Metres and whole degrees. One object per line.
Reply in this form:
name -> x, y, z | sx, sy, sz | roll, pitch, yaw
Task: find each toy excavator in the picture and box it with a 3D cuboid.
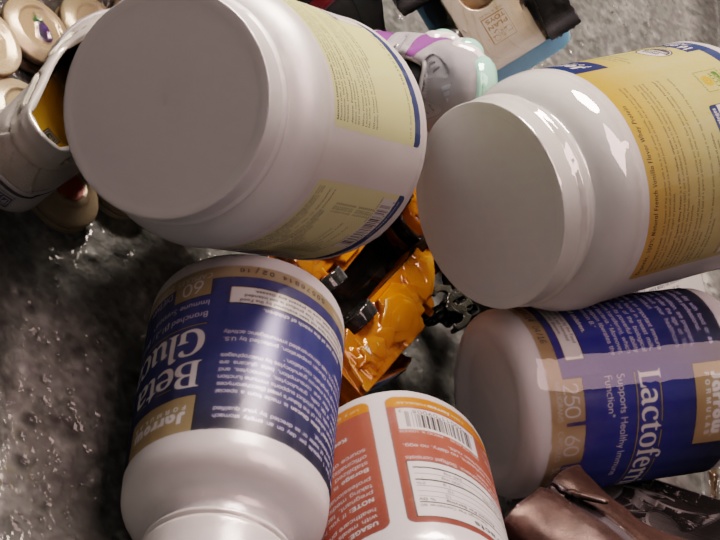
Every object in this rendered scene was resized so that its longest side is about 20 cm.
toy excavator -> 0.095, -0.168, 1.762 | 0.195, 0.100, 0.200 | 58, 6, -7

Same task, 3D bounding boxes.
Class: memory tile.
memory tile -> -0.153, -0.100, 1.529 | 0.200, 0.017, 0.153 | -15, 72, -53

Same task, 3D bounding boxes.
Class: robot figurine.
robot figurine -> 0.000, 0.000, 1.584 | 0.145, 0.058, 0.200 | 50, 35, -5

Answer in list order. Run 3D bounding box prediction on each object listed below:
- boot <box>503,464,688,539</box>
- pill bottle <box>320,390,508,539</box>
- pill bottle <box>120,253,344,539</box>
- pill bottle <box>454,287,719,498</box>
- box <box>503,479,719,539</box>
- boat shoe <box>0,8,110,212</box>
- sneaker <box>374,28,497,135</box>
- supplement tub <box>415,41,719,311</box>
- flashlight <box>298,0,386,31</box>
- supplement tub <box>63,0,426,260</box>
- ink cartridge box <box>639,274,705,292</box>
boot -> 0.139, 0.196, 1.411 | 0.166, 0.072, 0.200 | 37, 29, 13
pill bottle -> 0.026, 0.161, 1.380 | 0.112, 0.112, 0.200 | 36, 20, -23
pill bottle -> -0.069, 0.096, 1.369 | 0.111, 0.111, 0.200 | 34, 38, -26
pill bottle -> 0.168, 0.071, 1.564 | 0.200, 0.116, 0.116 | -7, 62, -21
box -> 0.151, 0.199, 1.527 | 0.158, 0.048, 0.200 | 18, 36, 8
boat shoe -> -0.152, -0.106, 1.458 | 0.071, 0.070, 0.200 | 49, 35, -6
sneaker -> -0.021, -0.120, 1.586 | 0.140, 0.200, 0.078 | 3, 95, -40
supplement tub -> 0.145, -0.055, 1.531 | 0.200, 0.144, 0.145 | -14, 70, -41
flashlight -> 0.021, -0.129, 1.715 | 0.200, 0.068, 0.068 | 56, 35, 5
supplement tub -> -0.062, -0.082, 1.414 | 0.145, 0.145, 0.200 | 63, 19, 14
ink cartridge box -> 0.153, -0.015, 1.699 | 0.144, 0.084, 0.200 | -19, 97, -55
